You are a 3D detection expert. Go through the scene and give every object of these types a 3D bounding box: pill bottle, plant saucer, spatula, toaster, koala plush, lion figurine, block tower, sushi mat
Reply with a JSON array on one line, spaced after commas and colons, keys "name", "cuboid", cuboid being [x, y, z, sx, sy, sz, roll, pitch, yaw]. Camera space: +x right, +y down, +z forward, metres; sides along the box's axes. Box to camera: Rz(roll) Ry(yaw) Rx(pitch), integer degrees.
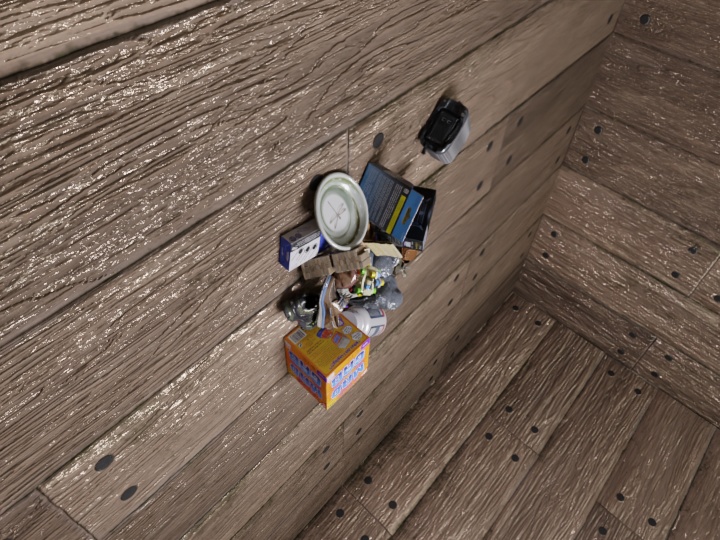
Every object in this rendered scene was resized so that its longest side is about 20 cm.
[{"name": "pill bottle", "cuboid": [0.002, 0.184, 1.894, 0.198, 0.119, 0.122, 2, 120, -60]}, {"name": "plant saucer", "cuboid": [-0.060, -0.155, 1.397, 0.197, 0.049, 0.207, 7, 81, -47]}, {"name": "spatula", "cuboid": [-0.037, 0.100, 1.637, 0.055, 0.021, 0.198, -7, 170, -36]}, {"name": "toaster", "cuboid": [0.269, -0.425, 1.655, 0.203, 0.112, 0.129, -59, 157, 4]}, {"name": "koala plush", "cuboid": [0.065, 0.020, 1.778, 0.173, 0.182, 0.207, -2, 97, -34]}, {"name": "lion figurine", "cuboid": [0.003, -0.115, 1.568, 0.121, 0.073, 0.200, -35, 168, -3]}, {"name": "block tower", "cuboid": [-0.070, -0.023, 1.452, 0.058, 0.195, 0.056, -33, 110, -60]}, {"name": "sushi mat", "cuboid": [0.069, -0.064, 1.602, 0.200, 0.093, 0.012, 37, 59, -74]}]

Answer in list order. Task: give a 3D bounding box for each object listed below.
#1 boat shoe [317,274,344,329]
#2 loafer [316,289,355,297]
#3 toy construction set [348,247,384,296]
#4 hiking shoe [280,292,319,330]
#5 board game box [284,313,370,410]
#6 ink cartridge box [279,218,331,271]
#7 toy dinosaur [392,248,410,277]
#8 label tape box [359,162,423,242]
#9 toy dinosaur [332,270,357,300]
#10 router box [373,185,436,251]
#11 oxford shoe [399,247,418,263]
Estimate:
[{"name": "boat shoe", "cuboid": [-0.081, 0.092, 1.525, 0.203, 0.070, 0.073, 99, 5, -46]}, {"name": "loafer", "cuboid": [-0.081, 0.063, 1.679, 0.197, 0.069, 0.072, -12, 98, -49]}, {"name": "toy construction set", "cuboid": [0.000, 0.000, 1.629, 0.090, 0.202, 0.133, 10, 124, -25]}, {"name": "hiking shoe", "cuboid": [-0.150, 0.118, 1.563, 0.099, 0.077, 0.199, -29, 158, 14]}, {"name": "board game box", "cuboid": [-0.108, 0.277, 1.712, 0.199, 0.198, 0.203, -37, 150, -30]}, {"name": "ink cartridge box", "cuboid": [-0.132, -0.085, 1.423, 0.198, 0.044, 0.096, -34, 149, -39]}, {"name": "toy dinosaur", "cuboid": [0.135, -0.051, 1.929, 0.103, 0.075, 0.203, -50, 152, -38]}, {"name": "label tape box", "cuboid": [0.084, -0.195, 1.494, 0.063, 0.198, 0.147, -13, 133, -58]}, {"name": "toy dinosaur", "cuboid": [-0.052, 0.027, 1.553, 0.084, 0.139, 0.199, -14, 167, -38]}, {"name": "router box", "cuboid": [0.137, -0.166, 1.593, 0.053, 0.153, 0.204, 81, 24, -57]}, {"name": "oxford shoe", "cuboid": [0.154, -0.072, 1.686, 0.072, 0.070, 0.201, -57, 161, -13]}]
